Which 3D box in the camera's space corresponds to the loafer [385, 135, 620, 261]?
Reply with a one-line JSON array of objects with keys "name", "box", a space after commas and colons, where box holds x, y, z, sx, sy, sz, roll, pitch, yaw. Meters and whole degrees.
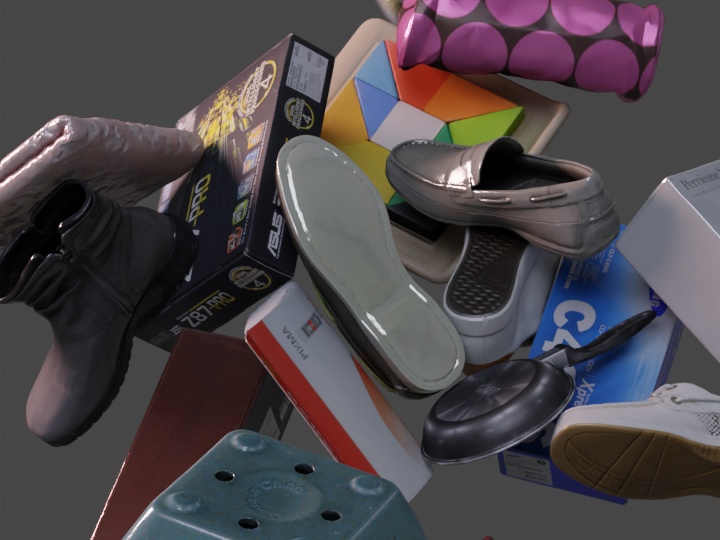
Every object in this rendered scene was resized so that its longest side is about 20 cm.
[{"name": "loafer", "box": [0.097, -0.066, 1.636, 0.199, 0.070, 0.070, 17, 44, 37]}]

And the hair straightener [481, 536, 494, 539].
[{"name": "hair straightener", "box": [0.080, 0.273, 1.515, 0.077, 0.041, 0.200, 16, 61, 20]}]

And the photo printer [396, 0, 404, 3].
[{"name": "photo printer", "box": [0.110, -0.286, 1.866, 0.199, 0.070, 0.167, 4, 57, 12]}]

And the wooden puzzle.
[{"name": "wooden puzzle", "box": [0.034, -0.099, 1.774, 0.199, 0.037, 0.185, 25, 64, 24]}]

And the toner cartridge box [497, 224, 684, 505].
[{"name": "toner cartridge box", "box": [0.171, 0.061, 1.640, 0.095, 0.043, 0.201, 13, 60, 15]}]

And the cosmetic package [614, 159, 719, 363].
[{"name": "cosmetic package", "box": [0.281, 0.021, 1.582, 0.101, 0.071, 0.200, -19, 61, -49]}]

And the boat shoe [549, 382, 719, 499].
[{"name": "boat shoe", "box": [0.215, 0.110, 1.559, 0.199, 0.071, 0.070, 9, 47, -21]}]

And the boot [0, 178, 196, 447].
[{"name": "boot", "box": [-0.215, 0.028, 1.635, 0.070, 0.131, 0.200, 37, 103, 38]}]

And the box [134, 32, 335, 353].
[{"name": "box", "box": [-0.093, -0.056, 1.705, 0.049, 0.161, 0.201, 26, 55, -24]}]

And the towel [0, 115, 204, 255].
[{"name": "towel", "box": [-0.225, -0.045, 1.660, 0.191, 0.200, 0.032, -36, 78, 18]}]

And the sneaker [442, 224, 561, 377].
[{"name": "sneaker", "box": [0.107, 0.001, 1.679, 0.073, 0.085, 0.200, 10, 42, 22]}]

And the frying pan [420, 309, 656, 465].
[{"name": "frying pan", "box": [0.123, 0.076, 1.559, 0.189, 0.031, 0.115, -27, 17, 1]}]

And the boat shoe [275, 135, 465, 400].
[{"name": "boat shoe", "box": [-0.002, 0.001, 1.607, 0.072, 0.060, 0.202, -30, 85, -24]}]

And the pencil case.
[{"name": "pencil case", "box": [0.128, -0.179, 1.765, 0.199, 0.094, 0.091, 10, 78, -1]}]

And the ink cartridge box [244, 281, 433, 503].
[{"name": "ink cartridge box", "box": [-0.013, 0.087, 1.528, 0.050, 0.200, 0.162, -37, 94, -2]}]

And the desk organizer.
[{"name": "desk organizer", "box": [-0.117, 0.143, 1.619, 0.077, 0.072, 0.201, 10, 59, 19]}]

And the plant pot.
[{"name": "plant pot", "box": [-0.061, 0.217, 1.399, 0.196, 0.201, 0.196, 18, 29, 20]}]
